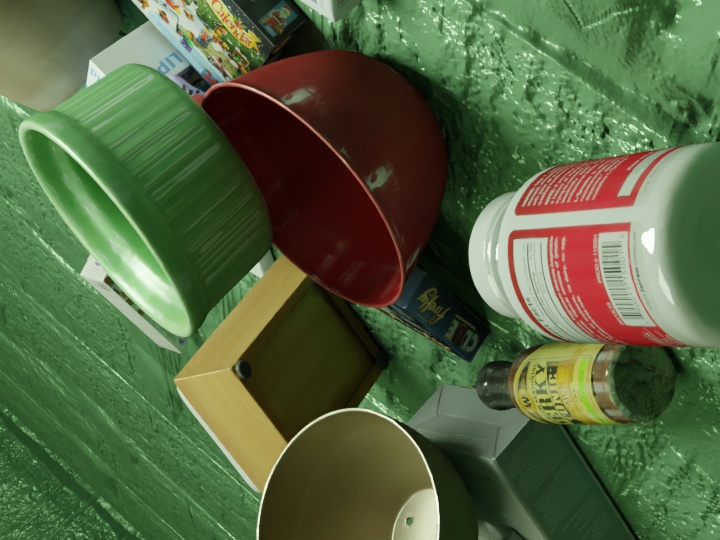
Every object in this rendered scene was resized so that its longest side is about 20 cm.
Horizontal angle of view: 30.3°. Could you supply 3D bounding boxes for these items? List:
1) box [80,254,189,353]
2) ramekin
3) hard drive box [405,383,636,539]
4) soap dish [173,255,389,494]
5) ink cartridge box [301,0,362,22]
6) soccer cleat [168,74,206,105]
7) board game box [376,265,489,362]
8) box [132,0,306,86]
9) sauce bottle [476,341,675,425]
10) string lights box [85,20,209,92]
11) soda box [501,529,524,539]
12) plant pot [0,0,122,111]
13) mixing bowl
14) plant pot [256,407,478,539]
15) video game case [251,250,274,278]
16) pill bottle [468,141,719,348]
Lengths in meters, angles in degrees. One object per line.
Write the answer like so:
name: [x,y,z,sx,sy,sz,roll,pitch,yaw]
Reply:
box: [-0.269,0.039,1.619,0.041,0.039,0.200,15,159,31]
ramekin: [-0.156,-0.057,1.002,0.200,0.098,0.201,43,160,19]
hard drive box: [0.146,0.208,1.210,0.155,0.077,0.201,4,132,58]
soap dish: [-0.067,0.098,1.264,0.081,0.200,0.158,-21,111,42]
ink cartridge box: [-0.082,-0.283,0.853,0.199,0.041,0.200,36,155,23]
soccer cleat: [-0.115,-0.103,1.139,0.077,0.066,0.200,58,-176,20]
board game box: [0.000,0.000,1.116,0.199,0.035,0.135,29,174,35]
box: [-0.139,-0.231,1.035,0.200,0.038,0.137,47,157,-2]
sauce bottle: [0.156,0.087,1.015,0.065,0.065,0.200,50,156,-11]
string lights box: [-0.193,-0.132,1.174,0.059,0.103,0.200,43,148,9]
soda box: [0.128,0.312,1.231,0.068,0.064,0.201,39,156,15]
plant pot: [-0.308,-0.238,1.161,0.173,0.201,0.199,37,162,-28]
mixing bowl: [-0.009,-0.083,0.964,0.200,0.108,0.201,38,156,20]
plant pot: [0.026,0.230,1.156,0.199,0.202,0.134,24,-178,42]
video game case: [-0.179,-0.094,1.344,0.199,0.023,0.183,30,152,34]
pill bottle: [0.154,-0.012,0.797,0.113,0.112,0.199,54,156,-18]
